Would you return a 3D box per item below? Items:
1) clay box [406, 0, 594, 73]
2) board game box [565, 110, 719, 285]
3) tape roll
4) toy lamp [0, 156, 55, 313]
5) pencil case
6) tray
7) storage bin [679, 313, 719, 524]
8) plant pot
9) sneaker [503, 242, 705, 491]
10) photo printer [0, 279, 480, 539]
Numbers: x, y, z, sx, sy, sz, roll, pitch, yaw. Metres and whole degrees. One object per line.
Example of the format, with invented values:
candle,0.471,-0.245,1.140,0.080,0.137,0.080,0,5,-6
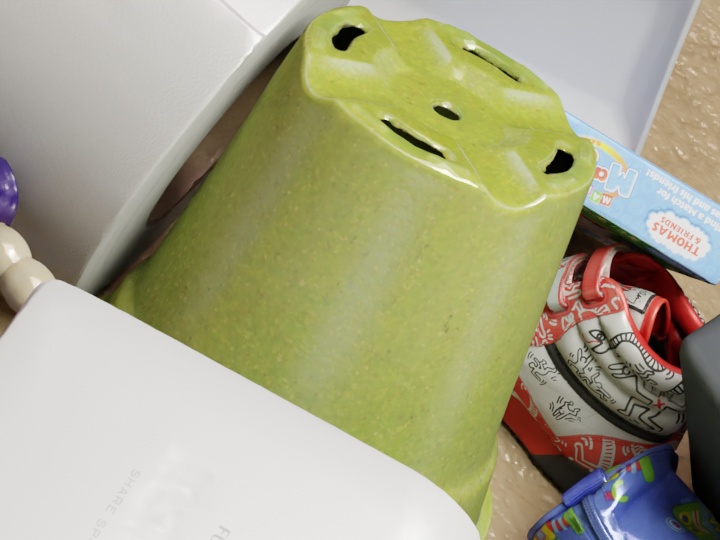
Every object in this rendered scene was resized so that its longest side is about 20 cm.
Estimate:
clay box,0.033,-0.184,1.481,0.200,0.115,0.048,42,38,5
board game box,0.090,-0.052,1.368,0.151,0.037,0.200,30,1,-9
tape roll,-0.108,-0.104,1.231,0.139,0.203,0.203,40,39,2
toy lamp,-0.099,0.044,1.118,0.200,0.058,0.058,47,40,16
pencil case,0.153,0.169,1.256,0.200,0.078,0.087,56,6,22
tray,0.068,-0.141,1.437,0.200,0.107,0.022,28,35,14
storage bin,0.212,0.056,1.265,0.134,0.200,0.146,-28,61,-8
plant pot,0.000,0.000,1.193,0.200,0.184,0.200,20,29,-12
sneaker,0.075,0.010,1.331,0.201,0.108,0.067,42,40,5
photo printer,-0.067,0.113,1.008,0.200,0.069,0.166,29,57,8
